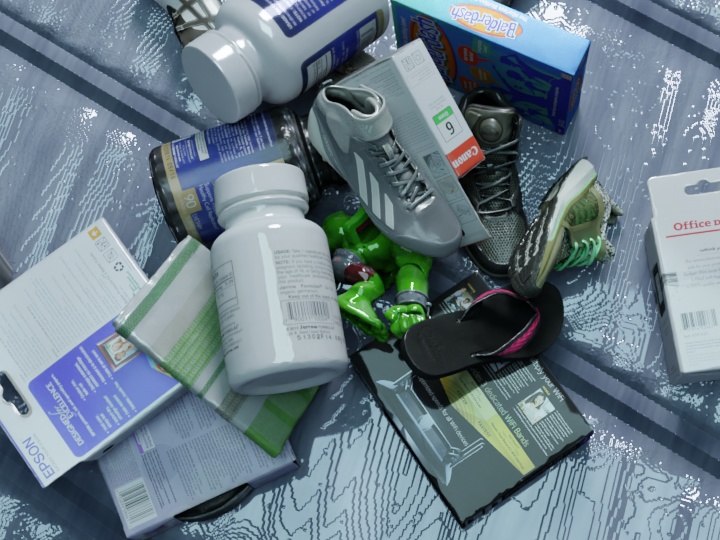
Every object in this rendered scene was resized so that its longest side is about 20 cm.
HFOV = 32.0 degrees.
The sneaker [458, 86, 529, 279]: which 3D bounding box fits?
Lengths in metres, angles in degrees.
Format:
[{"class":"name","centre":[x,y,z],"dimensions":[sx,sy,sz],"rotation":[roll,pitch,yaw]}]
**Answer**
[{"class":"sneaker","centre":[0.130,-0.096,1.273],"dimensions":[0.076,0.114,0.200],"rotation":[-4,75,6]}]

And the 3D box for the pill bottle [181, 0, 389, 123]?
[{"class":"pill bottle","centre":[-0.078,-0.241,1.279],"dimensions":[0.200,0.120,0.120],"rotation":[-38,73,-23]}]

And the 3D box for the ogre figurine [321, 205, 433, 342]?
[{"class":"ogre figurine","centre":[0.000,0.000,1.257],"dimensions":[0.098,0.200,0.120],"rotation":[44,66,-27]}]

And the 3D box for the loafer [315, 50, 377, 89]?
[{"class":"loafer","centre":[0.019,-0.186,1.330],"dimensions":[0.200,0.063,0.072],"rotation":[42,83,19]}]

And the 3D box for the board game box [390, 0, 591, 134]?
[{"class":"board game box","centre":[0.131,-0.223,1.288],"dimensions":[0.199,0.152,0.045],"rotation":[25,78,13]}]

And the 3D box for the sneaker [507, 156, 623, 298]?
[{"class":"sneaker","centre":[0.214,-0.033,1.236],"dimensions":[0.088,0.077,0.200],"rotation":[36,47,-1]}]

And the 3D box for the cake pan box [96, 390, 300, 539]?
[{"class":"cake pan box","centre":[-0.178,0.150,1.262],"dimensions":[0.184,0.052,0.201],"rotation":[-26,73,-1]}]

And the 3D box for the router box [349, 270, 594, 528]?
[{"class":"router box","centre":[0.107,0.126,1.239],"dimensions":[0.157,0.052,0.200],"rotation":[-33,73,-5]}]

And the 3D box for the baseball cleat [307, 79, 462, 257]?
[{"class":"baseball cleat","centre":[0.023,-0.098,1.189],"dimensions":[0.200,0.107,0.070],"rotation":[42,64,11]}]

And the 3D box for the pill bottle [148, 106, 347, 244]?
[{"class":"pill bottle","centre":[-0.108,-0.104,1.297],"dimensions":[0.199,0.112,0.112],"rotation":[-18,73,0]}]

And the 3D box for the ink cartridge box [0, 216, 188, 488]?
[{"class":"ink cartridge box","centre":[-0.280,0.081,1.243],"dimensions":[0.200,0.043,0.198],"rotation":[-36,75,-9]}]

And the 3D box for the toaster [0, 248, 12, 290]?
[{"class":"toaster","centre":[-0.446,0.025,1.282],"dimensions":[0.113,0.129,0.200],"rotation":[31,78,14]}]

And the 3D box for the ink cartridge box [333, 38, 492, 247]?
[{"class":"ink cartridge box","centre":[0.060,-0.117,1.244],"dimensions":[0.050,0.109,0.200],"rotation":[-39,103,-37]}]

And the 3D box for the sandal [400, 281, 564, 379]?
[{"class":"sandal","centre":[0.127,0.053,1.187],"dimensions":[0.199,0.045,0.075],"rotation":[-17,68,-36]}]

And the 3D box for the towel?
[{"class":"towel","centre":[-0.131,0.074,1.224],"dimensions":[0.200,0.031,0.149],"rotation":[41,44,-7]}]

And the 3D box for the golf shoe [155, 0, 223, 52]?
[{"class":"golf shoe","centre":[-0.180,-0.268,1.371],"dimensions":[0.200,0.078,0.095],"rotation":[32,79,15]}]

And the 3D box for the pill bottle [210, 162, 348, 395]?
[{"class":"pill bottle","centre":[-0.082,0.008,1.182],"dimensions":[0.114,0.114,0.201],"rotation":[-11,74,2]}]

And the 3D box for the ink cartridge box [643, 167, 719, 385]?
[{"class":"ink cartridge box","centre":[0.351,0.004,1.244],"dimensions":[0.115,0.067,0.201],"rotation":[-7,74,4]}]

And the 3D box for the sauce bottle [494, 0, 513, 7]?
[{"class":"sauce bottle","centre":[0.191,-0.363,1.371],"dimensions":[0.066,0.066,0.200],"rotation":[34,81,14]}]
